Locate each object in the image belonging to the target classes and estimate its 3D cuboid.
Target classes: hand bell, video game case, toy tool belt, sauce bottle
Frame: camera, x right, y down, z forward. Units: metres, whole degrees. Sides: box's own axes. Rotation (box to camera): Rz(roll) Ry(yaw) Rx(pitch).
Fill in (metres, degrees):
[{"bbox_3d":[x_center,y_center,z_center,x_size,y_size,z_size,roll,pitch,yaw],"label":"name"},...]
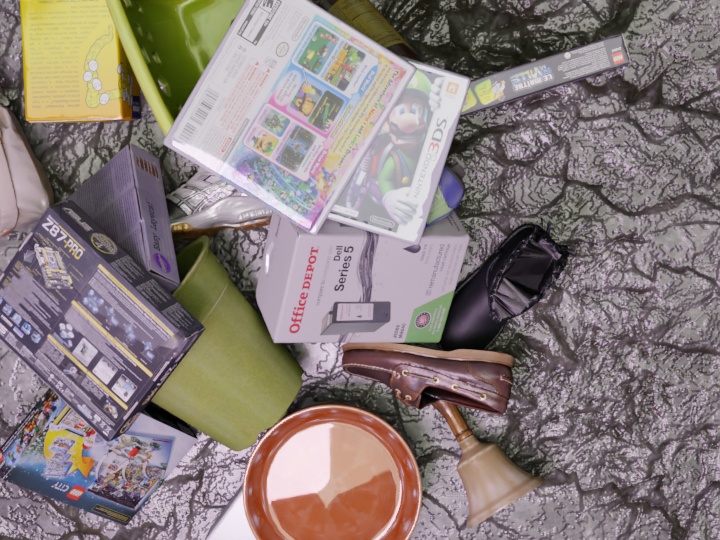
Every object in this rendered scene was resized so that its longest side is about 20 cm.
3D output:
[{"bbox_3d":[0.114,0.183,1.706,0.104,0.104,0.200,-33,81,5],"label":"hand bell"},{"bbox_3d":[-0.071,-0.166,1.501,0.182,0.024,0.200,31,98,-5],"label":"video game case"},{"bbox_3d":[-0.436,-0.128,1.673,0.123,0.125,0.200,-26,93,-4],"label":"toy tool belt"},{"bbox_3d":[-0.008,-0.140,1.529,0.199,0.023,0.182,17,99,-4],"label":"video game case"},{"bbox_3d":[0.026,-0.229,1.631,0.065,0.065,0.200,-39,64,5],"label":"sauce bottle"}]

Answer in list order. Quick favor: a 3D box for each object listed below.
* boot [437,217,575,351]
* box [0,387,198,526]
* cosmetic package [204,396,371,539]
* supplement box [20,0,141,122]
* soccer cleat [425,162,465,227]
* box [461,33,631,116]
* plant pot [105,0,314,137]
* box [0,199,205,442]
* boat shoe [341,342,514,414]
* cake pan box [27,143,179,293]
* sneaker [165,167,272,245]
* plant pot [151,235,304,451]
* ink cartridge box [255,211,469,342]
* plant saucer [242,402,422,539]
[{"bbox_3d":[0.155,0.029,1.640,0.073,0.162,0.198,37,97,-4],"label":"boot"},{"bbox_3d":[-0.295,0.201,1.673,0.137,0.200,0.038,-49,48,6],"label":"box"},{"bbox_3d":[-0.083,0.258,1.718,0.101,0.071,0.200,35,96,-2],"label":"cosmetic package"},{"bbox_3d":[-0.311,-0.265,1.660,0.109,0.109,0.201,-1,96,3],"label":"supplement box"},{"bbox_3d":[0.022,-0.123,1.603,0.200,0.065,0.084,38,73,16],"label":"soccer cleat"},{"bbox_3d":[0.192,-0.212,1.643,0.199,0.110,0.035,-17,94,3],"label":"box"},{"bbox_3d":[-0.144,-0.263,1.617,0.200,0.181,0.199,-22,93,5],"label":"plant pot"},{"bbox_3d":[-0.280,0.052,1.532,0.200,0.049,0.161,42,116,8],"label":"box"},{"bbox_3d":[0.071,0.120,1.666,0.199,0.070,0.071,4,76,19],"label":"boat shoe"},{"bbox_3d":[-0.283,-0.011,1.626,0.184,0.200,0.052,-40,135,26],"label":"cake pan box"},{"bbox_3d":[-0.181,-0.083,1.699,0.199,0.076,0.088,-12,81,-1],"label":"sneaker"},{"bbox_3d":[-0.169,0.098,1.662,0.190,0.200,0.200,42,96,-13],"label":"plant pot"},{"bbox_3d":[0.000,0.000,1.625,0.199,0.084,0.146,0,125,-21],"label":"ink cartridge box"},{"bbox_3d":[-0.031,0.246,1.663,0.200,0.032,0.201,0,96,0],"label":"plant saucer"}]
